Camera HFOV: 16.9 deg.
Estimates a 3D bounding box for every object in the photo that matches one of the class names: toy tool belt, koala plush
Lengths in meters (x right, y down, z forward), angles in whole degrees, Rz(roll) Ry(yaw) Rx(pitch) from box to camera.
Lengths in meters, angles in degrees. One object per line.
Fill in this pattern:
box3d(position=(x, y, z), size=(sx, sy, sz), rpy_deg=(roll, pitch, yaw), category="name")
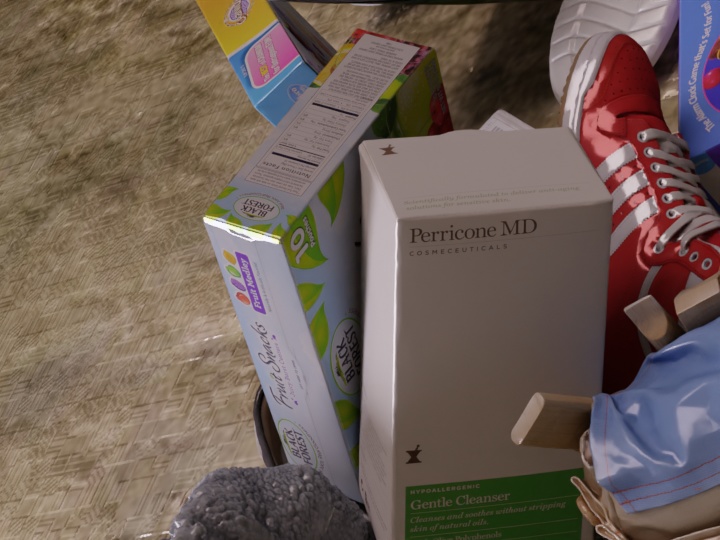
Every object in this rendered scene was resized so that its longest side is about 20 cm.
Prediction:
box3d(position=(0.177, 0.051, 1.090), size=(0.200, 0.123, 0.125), rpy_deg=(-36, 31, 16), category="toy tool belt")
box3d(position=(-0.094, 0.196, 1.213), size=(0.200, 0.177, 0.184), rpy_deg=(-24, 36, 47), category="koala plush")

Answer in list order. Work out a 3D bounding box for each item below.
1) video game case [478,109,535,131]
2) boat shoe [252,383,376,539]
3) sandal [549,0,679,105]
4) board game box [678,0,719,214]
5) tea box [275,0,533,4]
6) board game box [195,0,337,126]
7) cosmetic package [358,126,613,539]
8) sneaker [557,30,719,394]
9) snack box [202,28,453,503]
box3d(position=(0.071, 0.010, 1.359), size=(0.182, 0.024, 0.200), rpy_deg=(-48, 35, -3), category="video game case")
box3d(position=(-0.010, 0.115, 1.308), size=(0.074, 0.060, 0.200), rpy_deg=(-41, 30, 8), category="boat shoe")
box3d(position=(0.173, -0.179, 1.454), size=(0.082, 0.050, 0.203), rpy_deg=(4, 69, 43), category="sandal")
box3d(position=(0.240, -0.136, 1.320), size=(0.134, 0.045, 0.200), rpy_deg=(-26, 35, 29), category="board game box")
box3d(position=(0.050, -0.264, 1.481), size=(0.134, 0.197, 0.200), rpy_deg=(3, 95, 47), category="tea box")
box3d(position=(-0.024, -0.106, 1.508), size=(0.040, 0.153, 0.200), rpy_deg=(-43, 29, 8), category="board game box")
box3d(position=(0.056, 0.039, 1.162), size=(0.108, 0.200, 0.085), rpy_deg=(-6, 31, -9), category="cosmetic package")
box3d(position=(0.160, -0.031, 1.222), size=(0.112, 0.071, 0.200), rpy_deg=(-10, 74, 43), category="sneaker")
box3d(position=(0.000, 0.000, 1.225), size=(0.053, 0.200, 0.142), rpy_deg=(19, 55, 30), category="snack box")
